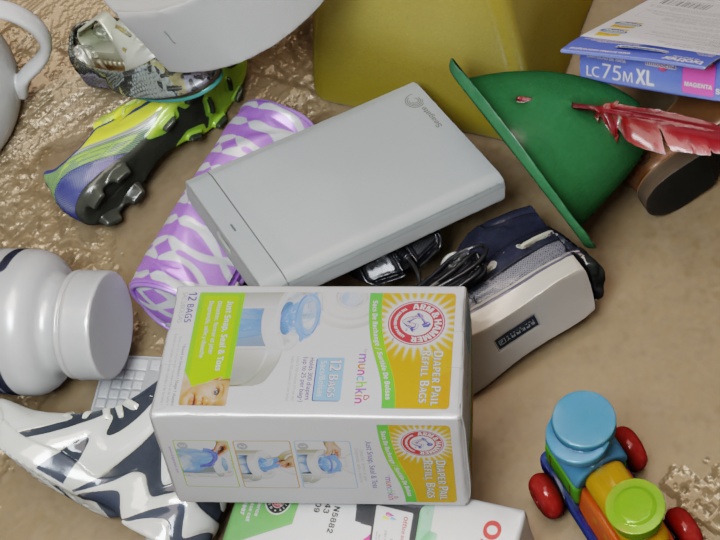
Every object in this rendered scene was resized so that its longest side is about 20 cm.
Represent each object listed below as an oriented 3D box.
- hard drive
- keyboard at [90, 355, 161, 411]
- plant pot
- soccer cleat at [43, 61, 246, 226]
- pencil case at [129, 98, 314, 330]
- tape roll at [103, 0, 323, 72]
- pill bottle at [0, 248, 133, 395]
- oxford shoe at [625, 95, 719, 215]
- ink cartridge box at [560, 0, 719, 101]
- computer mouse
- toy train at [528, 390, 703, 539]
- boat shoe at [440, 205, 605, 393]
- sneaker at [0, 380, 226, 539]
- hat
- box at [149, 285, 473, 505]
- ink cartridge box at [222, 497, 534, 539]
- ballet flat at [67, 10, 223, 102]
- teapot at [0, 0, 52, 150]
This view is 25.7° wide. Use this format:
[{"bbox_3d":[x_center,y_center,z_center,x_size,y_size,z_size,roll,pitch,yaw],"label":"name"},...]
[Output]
[{"bbox_3d":[-0.012,-0.060,1.169,0.200,0.027,0.132,-25,51,-17],"label":"hard drive"},{"bbox_3d":[-0.105,0.093,1.198,0.199,0.011,0.056,2,62,11],"label":"keyboard"},{"bbox_3d":[0.070,-0.246,1.255,0.199,0.177,0.200,14,66,18],"label":"plant pot"},{"bbox_3d":[-0.177,-0.122,1.299,0.084,0.065,0.200,35,73,31],"label":"soccer cleat"},{"bbox_3d":[-0.100,-0.039,1.225,0.085,0.084,0.200,12,64,33],"label":"pencil case"},{"bbox_3d":[-0.100,-0.247,1.177,0.202,0.071,0.203,-19,49,23],"label":"tape roll"},{"bbox_3d":[-0.279,0.039,1.196,0.199,0.111,0.111,2,62,16],"label":"pill bottle"},{"bbox_3d":[0.286,-0.124,1.211,0.200,0.071,0.071,-29,56,-4],"label":"oxford shoe"},{"bbox_3d":[0.247,-0.170,1.186,0.119,0.042,0.200,14,27,33],"label":"ink cartridge box"},{"bbox_3d":[0.000,0.000,1.186,0.140,0.046,0.200,-35,39,-12],"label":"computer mouse"},{"bbox_3d":[0.186,0.176,1.037,0.084,0.116,0.200,-29,60,-5],"label":"toy train"},{"bbox_3d":[0.077,0.030,1.173,0.200,0.075,0.093,-28,45,-6],"label":"boat shoe"},{"bbox_3d":[-0.171,0.113,1.155,0.199,0.080,0.130,25,73,21],"label":"sneaker"},{"bbox_3d":[0.192,-0.126,1.153,0.176,0.166,0.200,-38,96,8],"label":"hat"},{"bbox_3d":[-0.025,0.083,1.049,0.199,0.102,0.113,0,49,8],"label":"box"},{"bbox_3d":[0.006,0.219,1.065,0.199,0.084,0.145,10,63,16],"label":"ink cartridge box"},{"bbox_3d":[-0.185,-0.177,1.275,0.072,0.072,0.200,-50,33,-17],"label":"ballet flat"},{"bbox_3d":[-0.384,-0.167,1.314,0.197,0.146,0.200,36,72,25],"label":"teapot"}]
